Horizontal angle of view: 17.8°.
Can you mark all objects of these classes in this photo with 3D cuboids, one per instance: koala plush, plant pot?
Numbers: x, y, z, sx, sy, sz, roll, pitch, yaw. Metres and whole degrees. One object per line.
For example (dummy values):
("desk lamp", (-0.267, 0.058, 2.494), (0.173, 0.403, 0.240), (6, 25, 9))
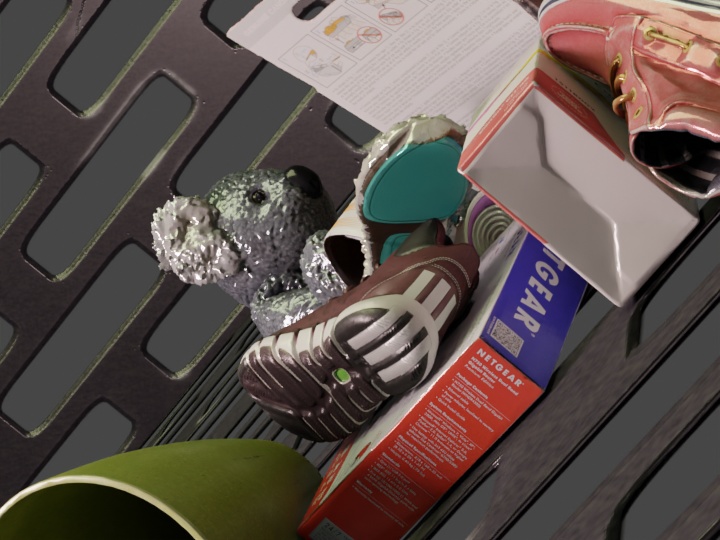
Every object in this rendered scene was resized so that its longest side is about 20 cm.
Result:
("koala plush", (-0.045, -0.001, 1.667), (0.177, 0.199, 0.185), (-26, -35, -53))
("plant pot", (-0.096, 0.175, 1.349), (0.187, 0.187, 0.200), (-48, -9, 29))

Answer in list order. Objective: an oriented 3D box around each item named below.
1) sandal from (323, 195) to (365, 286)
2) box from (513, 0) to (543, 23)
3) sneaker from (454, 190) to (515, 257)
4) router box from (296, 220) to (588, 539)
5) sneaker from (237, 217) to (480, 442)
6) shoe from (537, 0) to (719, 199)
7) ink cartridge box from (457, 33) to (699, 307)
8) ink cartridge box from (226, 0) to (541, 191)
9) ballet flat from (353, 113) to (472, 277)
("sandal", (0.003, -0.002, 1.487), (0.079, 0.059, 0.208), (-40, 25, 62))
("box", (0.204, -0.212, 1.305), (0.164, 0.166, 0.200), (-49, 5, 38))
("sneaker", (0.094, -0.007, 1.506), (0.099, 0.075, 0.200), (-31, -8, -36))
("router box", (0.057, 0.062, 1.350), (0.180, 0.049, 0.200), (-49, 6, 30))
("sneaker", (0.012, 0.031, 1.353), (0.116, 0.076, 0.200), (-48, 13, -30))
("shoe", (0.150, -0.097, 1.175), (0.199, 0.072, 0.091), (14, 63, 48))
("ink cartridge box", (0.122, -0.065, 1.274), (0.068, 0.116, 0.200), (-49, 6, 15))
("ink cartridge box", (0.046, -0.142, 1.369), (0.162, 0.199, 0.057), (-35, 29, 47))
("ballet flat", (0.026, -0.046, 1.372), (0.072, 0.071, 0.201), (-54, -14, -29))
